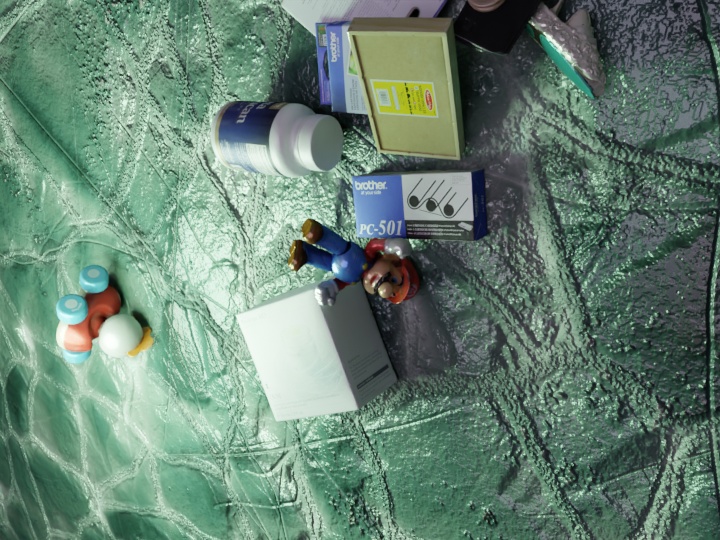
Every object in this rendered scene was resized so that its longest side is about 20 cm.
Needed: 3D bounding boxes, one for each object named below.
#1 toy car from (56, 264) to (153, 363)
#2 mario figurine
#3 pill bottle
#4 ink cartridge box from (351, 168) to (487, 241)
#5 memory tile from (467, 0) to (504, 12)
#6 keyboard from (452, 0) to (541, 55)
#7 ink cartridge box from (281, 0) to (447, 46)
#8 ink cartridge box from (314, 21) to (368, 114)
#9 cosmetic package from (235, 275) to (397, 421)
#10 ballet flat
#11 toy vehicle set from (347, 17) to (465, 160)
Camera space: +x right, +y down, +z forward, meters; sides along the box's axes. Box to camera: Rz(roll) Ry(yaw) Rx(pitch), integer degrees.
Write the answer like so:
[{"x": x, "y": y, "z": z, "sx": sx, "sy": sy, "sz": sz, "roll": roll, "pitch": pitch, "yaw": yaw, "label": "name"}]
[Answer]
[{"x": -0.552, "y": 0.124, "z": 1.423, "sx": 0.198, "sy": 0.178, "sz": 0.185, "roll": 20, "pitch": 135, "yaw": -2, "label": "toy car"}, {"x": 0.000, "y": 0.000, "z": 0.922, "sx": 0.123, "sy": 0.198, "sz": 0.107, "roll": -31, "pitch": 43, "yaw": 60, "label": "mario figurine"}, {"x": -0.128, "y": -0.205, "z": 0.991, "sx": 0.198, "sy": 0.111, "sz": 0.113, "roll": 12, "pitch": 113, "yaw": 33, "label": "pill bottle"}, {"x": 0.081, "y": -0.094, "z": 0.913, "sx": 0.198, "sy": 0.044, "sz": 0.095, "roll": 4, "pitch": 106, "yaw": 36, "label": "ink cartridge box"}, {"x": 0.198, "y": -0.384, "z": 0.691, "sx": 0.198, "sy": 0.017, "sz": 0.155, "roll": -16, "pitch": 81, "yaw": 20, "label": "memory tile"}, {"x": 0.165, "y": -0.352, "z": 0.721, "sx": 0.127, "sy": 0.021, "sz": 0.201, "roll": 35, "pitch": 99, "yaw": 21, "label": "keyboard"}, {"x": 0.014, "y": -0.382, "z": 0.859, "sx": 0.200, "sy": 0.043, "sz": 0.197, "roll": 40, "pitch": 127, "yaw": 0, "label": "ink cartridge box"}, {"x": 0.022, "y": -0.275, "z": 0.866, "sx": 0.198, "sy": 0.042, "sz": 0.121, "roll": 11, "pitch": 121, "yaw": 24, "label": "ink cartridge box"}, {"x": -0.075, "y": 0.127, "z": 1.058, "sx": 0.198, "sy": 0.122, "sz": 0.202, "roll": -19, "pitch": 93, "yaw": 39, "label": "cosmetic package"}, {"x": 0.222, "y": -0.288, "z": 0.730, "sx": 0.200, "sy": 0.071, "sz": 0.072, "roll": 50, "pitch": 128, "yaw": 15, "label": "ballet flat"}, {"x": 0.064, "y": -0.226, "z": 0.807, "sx": 0.123, "sy": 0.027, "sz": 0.201, "roll": 10, "pitch": 148, "yaw": 21, "label": "toy vehicle set"}]
